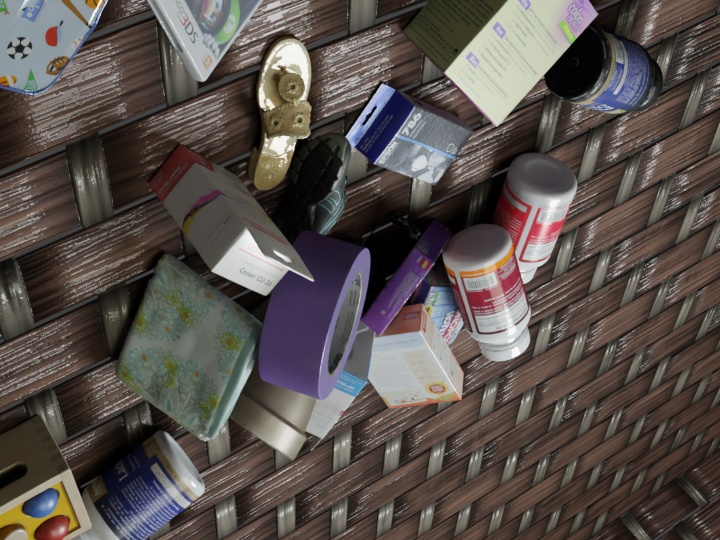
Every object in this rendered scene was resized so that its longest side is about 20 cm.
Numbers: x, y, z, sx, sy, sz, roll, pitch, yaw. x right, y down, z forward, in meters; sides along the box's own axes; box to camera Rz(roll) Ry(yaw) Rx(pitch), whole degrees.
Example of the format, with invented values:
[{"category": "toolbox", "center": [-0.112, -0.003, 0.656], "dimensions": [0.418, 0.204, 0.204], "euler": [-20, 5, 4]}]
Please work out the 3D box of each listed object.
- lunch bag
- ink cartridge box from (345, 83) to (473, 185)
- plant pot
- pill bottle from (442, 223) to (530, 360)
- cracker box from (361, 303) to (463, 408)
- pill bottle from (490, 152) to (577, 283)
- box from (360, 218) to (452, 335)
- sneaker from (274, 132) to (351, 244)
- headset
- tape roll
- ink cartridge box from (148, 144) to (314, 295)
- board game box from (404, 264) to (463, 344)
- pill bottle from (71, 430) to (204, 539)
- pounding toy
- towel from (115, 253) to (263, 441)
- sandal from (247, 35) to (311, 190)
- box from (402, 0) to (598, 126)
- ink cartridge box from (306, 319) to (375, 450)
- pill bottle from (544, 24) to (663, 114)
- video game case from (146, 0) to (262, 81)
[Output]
[{"category": "lunch bag", "center": [-0.310, -0.262, 1.001], "dimensions": [0.159, 0.076, 0.201], "euler": [10, 123, -49]}, {"category": "ink cartridge box", "center": [0.069, -0.183, 1.533], "dimensions": [0.198, 0.039, 0.100], "euler": [11, 121, -51]}, {"category": "plant pot", "center": [-0.129, 0.139, 1.588], "dimensions": [0.175, 0.198, 0.200], "euler": [-56, 149, -8]}, {"category": "pill bottle", "center": [0.206, 0.038, 1.774], "dimensions": [0.112, 0.113, 0.202], "euler": [-30, 122, -16]}, {"category": "cracker box", "center": [0.072, 0.141, 1.800], "dimensions": [0.132, 0.058, 0.201], "euler": [-9, 140, 22]}, {"category": "pill bottle", "center": [0.268, -0.078, 1.799], "dimensions": [0.111, 0.113, 0.202], "euler": [-18, 141, -32]}, {"category": "box", "center": [0.072, 0.006, 1.667], "dimensions": [0.138, 0.039, 0.200], "euler": [-54, 179, 19]}, {"category": "sneaker", "center": [-0.054, -0.107, 1.474], "dimensions": [0.079, 0.076, 0.201], "euler": [-23, 153, -43]}, {"category": "headset", "center": [0.000, 0.000, 1.622], "dimensions": [0.201, 0.094, 0.123], "euler": [-53, 147, 4]}, {"category": "tape roll", "center": [-0.057, 0.057, 1.432], "dimensions": [0.200, 0.084, 0.204], "euler": [16, 90, -81]}, {"category": "ink cartridge box", "center": [-0.150, -0.046, 1.307], "dimensions": [0.068, 0.200, 0.116], "euler": [-47, 147, 10]}, {"category": "board game box", "center": [0.141, 0.068, 1.884], "dimensions": [0.197, 0.062, 0.202], "euler": [-12, 137, -38]}, {"category": "pill bottle", "center": [-0.337, 0.339, 1.642], "dimensions": [0.199, 0.116, 0.116], "euler": [-38, 148, -7]}, {"category": "pounding toy", "center": [-0.466, 0.337, 1.476], "dimensions": [0.198, 0.142, 0.186], "euler": [-28, 145, -21]}, {"category": "towel", "center": [-0.221, 0.104, 1.440], "dimensions": [0.202, 0.170, 0.048], "euler": [-61, 170, 29]}, {"category": "sandal", "center": [-0.084, -0.173, 1.349], "dimensions": [0.077, 0.070, 0.214], "euler": [-17, 140, -33]}, {"category": "box", "center": [0.182, -0.319, 1.439], "dimensions": [0.200, 0.097, 0.175], "euler": [-47, 147, 10]}, {"category": "ink cartridge box", "center": [-0.054, 0.172, 1.718], "dimensions": [0.067, 0.116, 0.201], "euler": [24, 131, -12]}, {"category": "pill bottle", "center": [0.364, -0.292, 1.651], "dimensions": [0.198, 0.112, 0.113], "euler": [3, 127, -48]}, {"category": "video game case", "center": [-0.138, -0.318, 1.097], "dimensions": [0.202, 0.023, 0.182], "euler": [-58, 153, -18]}]
